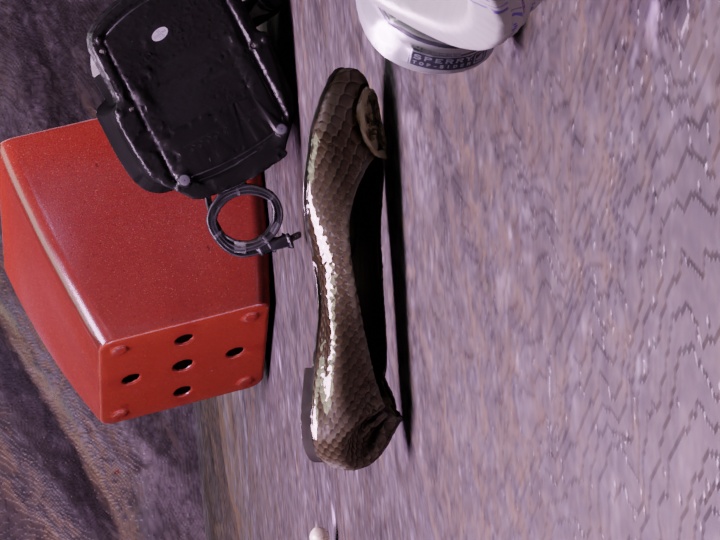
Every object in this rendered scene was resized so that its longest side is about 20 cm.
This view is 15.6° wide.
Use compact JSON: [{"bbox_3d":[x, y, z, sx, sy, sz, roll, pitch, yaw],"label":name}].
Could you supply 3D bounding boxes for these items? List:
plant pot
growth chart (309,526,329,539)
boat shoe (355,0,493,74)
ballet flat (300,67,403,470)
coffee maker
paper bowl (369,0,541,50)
[{"bbox_3d":[-0.162,0.002,2.050,0.200,0.199,0.177,99,154,-60],"label":"plant pot"},{"bbox_3d":[-0.015,0.260,1.637,0.145,0.018,0.200,95,168,-45],"label":"growth chart"},{"bbox_3d":[0.012,-0.166,0.998,0.066,0.072,0.201,102,163,-50],"label":"boat shoe"},{"bbox_3d":[0.000,0.000,1.308,0.067,0.046,0.201,-4,-84,-66],"label":"ballet flat"},{"bbox_3d":[-0.119,-0.103,1.814,0.200,0.134,0.193,-178,84,-83],"label":"coffee maker"},{"bbox_3d":[-0.002,-0.166,0.749,0.201,0.104,0.201,40,172,7],"label":"paper bowl"}]
